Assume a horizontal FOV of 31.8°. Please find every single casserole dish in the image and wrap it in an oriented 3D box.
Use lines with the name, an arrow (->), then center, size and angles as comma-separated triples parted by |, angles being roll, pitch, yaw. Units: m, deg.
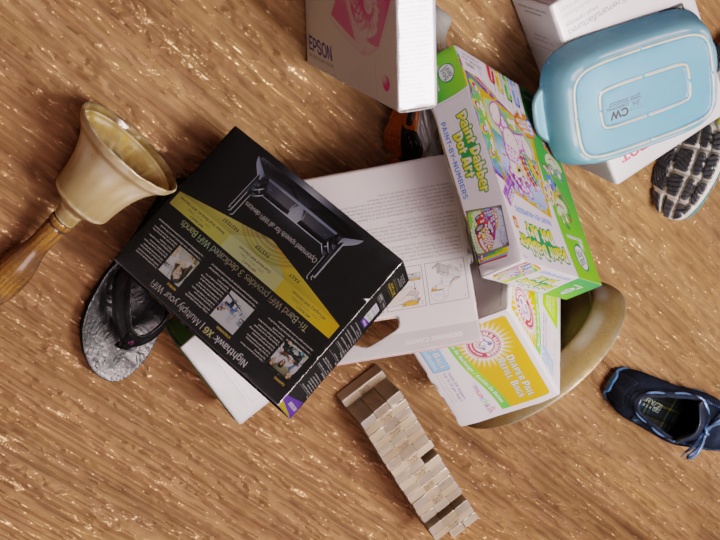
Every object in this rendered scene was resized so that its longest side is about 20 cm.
casserole dish -> 0.254, -0.166, 1.168 | 0.198, 0.039, 0.122 | -19, 116, -13

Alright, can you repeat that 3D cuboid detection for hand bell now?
hand bell -> -0.260, -0.035, 1.076 | 0.200, 0.104, 0.104 | -45, 120, 11

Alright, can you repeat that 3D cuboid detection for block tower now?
block tower -> 0.050, 0.193, 1.302 | 0.054, 0.058, 0.201 | -36, 118, -8

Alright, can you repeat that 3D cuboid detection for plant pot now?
plant pot -> 0.166, 0.073, 1.228 | 0.200, 0.200, 0.028 | -42, 107, -4

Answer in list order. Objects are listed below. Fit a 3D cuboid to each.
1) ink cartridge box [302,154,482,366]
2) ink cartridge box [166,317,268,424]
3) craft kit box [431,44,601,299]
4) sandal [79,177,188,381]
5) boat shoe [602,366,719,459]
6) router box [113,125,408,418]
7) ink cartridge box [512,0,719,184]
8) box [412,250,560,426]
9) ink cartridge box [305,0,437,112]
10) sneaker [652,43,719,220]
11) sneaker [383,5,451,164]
ink cartridge box -> 0.000, 0.000, 1.104 | 0.198, 0.178, 0.045 | -9, 159, 7
ink cartridge box -> -0.071, 0.039, 1.187 | 0.199, 0.059, 0.104 | -37, 118, -7
craft kit box -> 0.135, -0.081, 1.124 | 0.048, 0.200, 0.199 | -20, 165, 26
sandal -> -0.191, 0.011, 1.132 | 0.075, 0.048, 0.202 | 24, 98, -29
boat shoe -> 0.358, 0.172, 1.419 | 0.198, 0.069, 0.085 | 15, 103, -27
router box -> -0.083, -0.001, 1.065 | 0.157, 0.200, 0.052 | -48, 161, -9
ink cartridge box -> 0.253, -0.209, 1.220 | 0.144, 0.084, 0.201 | -32, 119, -9
box -> 0.119, 0.027, 1.173 | 0.101, 0.201, 0.113 | -21, 122, 23
ink cartridge box -> 0.003, -0.249, 1.032 | 0.043, 0.196, 0.202 | -12, 113, -21
sneaker -> 0.375, -0.139, 1.309 | 0.079, 0.077, 0.201 | 17, 105, -41
sneaker -> 0.069, -0.151, 1.173 | 0.091, 0.076, 0.202 | -29, 124, -24
